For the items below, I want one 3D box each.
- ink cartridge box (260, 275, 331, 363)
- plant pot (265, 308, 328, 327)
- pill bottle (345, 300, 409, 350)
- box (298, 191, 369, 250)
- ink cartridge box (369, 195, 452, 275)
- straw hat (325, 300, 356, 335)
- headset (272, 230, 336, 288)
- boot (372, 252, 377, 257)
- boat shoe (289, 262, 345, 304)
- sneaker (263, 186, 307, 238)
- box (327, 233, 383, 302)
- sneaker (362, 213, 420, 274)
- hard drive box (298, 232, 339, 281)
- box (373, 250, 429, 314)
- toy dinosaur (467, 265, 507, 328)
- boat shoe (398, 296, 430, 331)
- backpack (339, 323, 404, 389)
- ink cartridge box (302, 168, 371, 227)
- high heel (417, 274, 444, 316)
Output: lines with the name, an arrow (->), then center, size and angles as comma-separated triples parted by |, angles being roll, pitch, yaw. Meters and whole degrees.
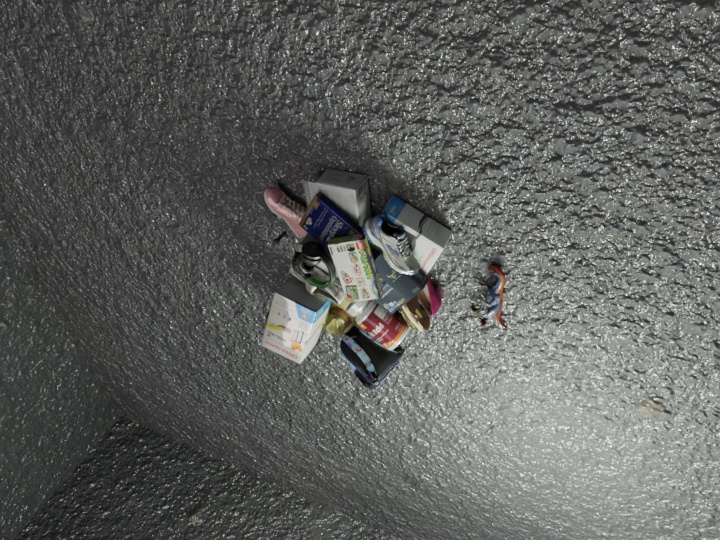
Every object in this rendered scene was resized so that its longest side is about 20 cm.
ink cartridge box -> -0.198, 0.151, 1.716 | 0.146, 0.145, 0.202 | 24, 117, 9
plant pot -> -0.205, 0.163, 1.915 | 0.200, 0.201, 0.193 | 40, 144, -7
pill bottle -> 0.056, 0.158, 1.823 | 0.199, 0.115, 0.114 | 40, 138, -6
box -> -0.072, -0.113, 1.565 | 0.199, 0.032, 0.121 | 39, 129, 3
ink cartridge box -> 0.137, -0.093, 1.562 | 0.199, 0.084, 0.146 | 32, 138, 3
straw hat -> -0.081, 0.180, 1.953 | 0.199, 0.085, 0.203 | 18, 136, 18
headset -> -0.159, -0.029, 1.563 | 0.200, 0.094, 0.123 | 48, 138, -2
boot -> -0.001, 0.000, 1.758 | 0.199, 0.071, 0.145 | 28, 144, 12
boat shoe -> -0.134, 0.039, 1.652 | 0.198, 0.070, 0.071 | 25, 149, 12
sneaker -> -0.201, -0.187, 1.697 | 0.104, 0.076, 0.201 | -10, 130, 43
box -> -0.012, -0.004, 1.561 | 0.109, 0.035, 0.202 | -7, 122, 17
sneaker -> 0.095, -0.072, 1.490 | 0.200, 0.077, 0.085 | 44, 134, -9
hard drive box -> -0.114, -0.017, 1.698 | 0.155, 0.077, 0.201 | 30, 148, 4
box -> 0.086, 0.030, 1.617 | 0.157, 0.051, 0.200 | 40, 142, -4
toy dinosaur -> 0.381, 0.067, 1.589 | 0.198, 0.106, 0.182 | 9, 132, -29
boat shoe -> 0.147, 0.118, 1.761 | 0.074, 0.075, 0.204 | -4, 126, 42
backpack -> 0.026, 0.288, 1.921 | 0.200, 0.183, 0.135 | 40, 157, 12
ink cartridge box -> -0.063, -0.185, 1.605 | 0.174, 0.084, 0.202 | 15, 135, 24
high heel -> 0.171, 0.042, 1.656 | 0.067, 0.096, 0.200 | -25, 113, 44
